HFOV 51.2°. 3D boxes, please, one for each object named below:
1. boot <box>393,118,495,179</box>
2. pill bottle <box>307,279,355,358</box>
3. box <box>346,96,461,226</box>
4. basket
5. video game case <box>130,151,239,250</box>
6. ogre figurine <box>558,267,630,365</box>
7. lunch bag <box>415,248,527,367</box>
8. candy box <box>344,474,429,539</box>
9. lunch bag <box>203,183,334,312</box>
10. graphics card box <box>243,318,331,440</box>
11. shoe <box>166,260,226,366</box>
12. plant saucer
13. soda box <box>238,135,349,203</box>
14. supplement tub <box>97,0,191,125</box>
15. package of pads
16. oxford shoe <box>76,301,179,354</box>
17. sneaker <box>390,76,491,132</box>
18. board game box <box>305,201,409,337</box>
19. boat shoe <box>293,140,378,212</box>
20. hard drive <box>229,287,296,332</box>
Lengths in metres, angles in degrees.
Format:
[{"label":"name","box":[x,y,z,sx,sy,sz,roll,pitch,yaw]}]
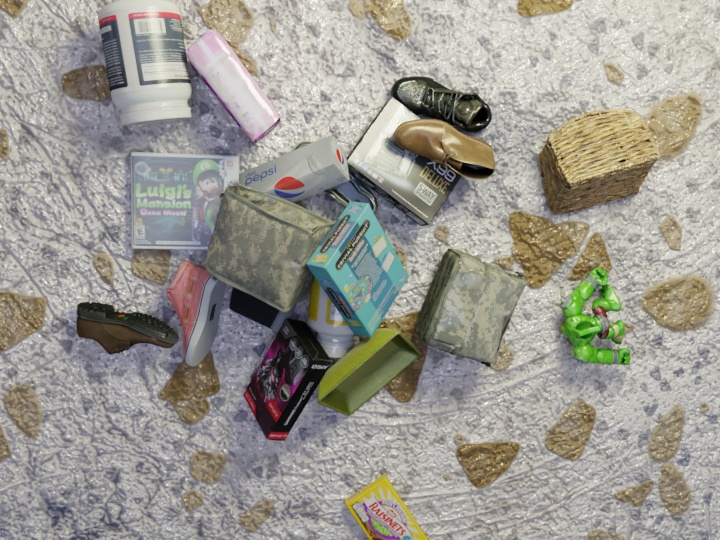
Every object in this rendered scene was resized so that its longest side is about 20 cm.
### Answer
[{"label":"boot","box":[0.158,-0.220,1.375,0.200,0.076,0.074,14,130,-13]},{"label":"pill bottle","box":[-0.044,0.061,1.443,0.111,0.111,0.200,5,98,-8]},{"label":"box","box":[0.089,-0.205,1.432,0.200,0.050,0.158,37,80,-11]},{"label":"basket","box":[0.457,-0.218,1.484,0.200,0.149,0.143,-17,68,-4]},{"label":"video game case","box":[-0.331,-0.130,1.423,0.200,0.023,0.182,1,99,-7]},{"label":"ogre figurine","box":[0.471,0.106,1.522,0.120,0.098,0.200,-17,112,-16]},{"label":"lunch bag","box":[0.219,0.075,1.463,0.168,0.139,0.200,20,97,-9]},{"label":"candy box","box":[0.061,0.535,1.577,0.102,0.026,0.200,-34,102,-4]},{"label":"lunch bag","box":[-0.173,-0.046,1.332,0.200,0.118,0.164,25,112,14]},{"label":"graphics card box","box":[-0.142,0.207,1.424,0.051,0.125,0.200,14,117,-41]},{"label":"shoe","box":[-0.324,0.081,1.440,0.091,0.071,0.200,24,112,16]},{"label":"plant saucer","box":[0.011,0.189,1.454,0.200,0.200,0.048,-40,66,1]},{"label":"soda box","box":[-0.123,-0.170,1.373,0.200,0.063,0.068,-19,58,20]},{"label":"supplement tub","box":[-0.374,-0.363,1.320,0.140,0.140,0.200,-8,100,-6]},{"label":"package of pads","box":[-0.227,-0.329,1.353,0.076,0.121,0.200,-37,101,0]},{"label":"oxford shoe","box":[-0.442,0.122,1.426,0.200,0.073,0.085,13,101,7]},{"label":"sneaker","box":[0.157,-0.316,1.407,0.199,0.114,0.076,22,94,-8]},{"label":"board game box","box":[0.000,0.000,1.353,0.151,0.047,0.200,-56,136,-26]},{"label":"boat shoe","box":[-0.044,-0.174,1.430,0.200,0.062,0.073,42,93,-11]},{"label":"hard drive","box":[-0.172,0.007,1.427,0.135,0.042,0.200,24,100,16]}]
